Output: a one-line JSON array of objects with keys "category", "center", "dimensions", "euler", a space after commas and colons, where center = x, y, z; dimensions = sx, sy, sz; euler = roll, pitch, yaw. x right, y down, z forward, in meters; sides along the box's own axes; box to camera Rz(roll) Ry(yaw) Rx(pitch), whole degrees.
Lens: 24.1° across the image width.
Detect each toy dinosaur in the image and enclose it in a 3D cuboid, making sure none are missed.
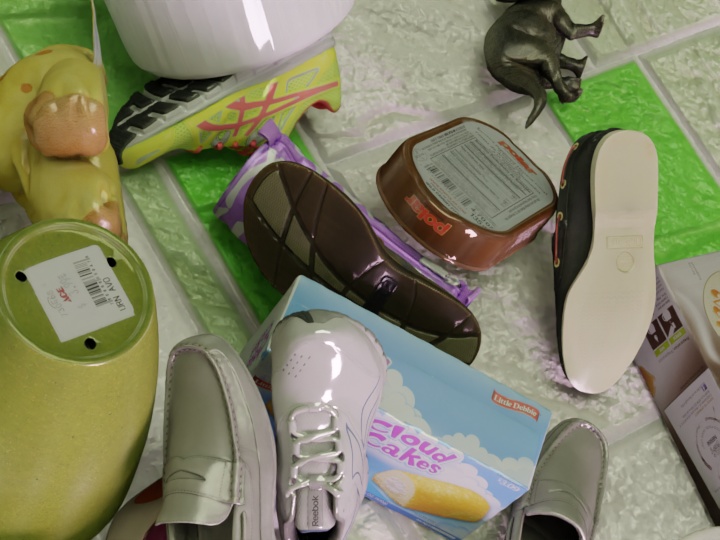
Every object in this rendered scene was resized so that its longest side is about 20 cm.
[{"category": "toy dinosaur", "center": [0.143, -0.185, 1.420], "dimensions": [0.102, 0.077, 0.201], "euler": [21, 59, 1]}]

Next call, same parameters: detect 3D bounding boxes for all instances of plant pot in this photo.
[{"category": "plant pot", "center": [-0.196, 0.056, 1.020], "dimensions": [0.186, 0.200, 0.188], "euler": [12, 57, -19]}]

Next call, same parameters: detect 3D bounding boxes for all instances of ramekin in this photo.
[{"category": "ramekin", "center": [-0.097, -0.222, 1.240], "dimensions": [0.200, 0.200, 0.098], "euler": [-44, 130, -37]}]

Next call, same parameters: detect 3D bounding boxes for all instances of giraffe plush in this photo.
[{"category": "giraffe plush", "center": [-0.246, -0.084, 1.121], "dimensions": [0.161, 0.173, 0.201], "euler": [-8, 78, -6]}]

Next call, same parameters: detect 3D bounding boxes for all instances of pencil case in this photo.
[{"category": "pencil case", "center": [-0.011, -0.015, 1.224], "dimensions": [0.200, 0.086, 0.084], "euler": [37, 45, -2]}]

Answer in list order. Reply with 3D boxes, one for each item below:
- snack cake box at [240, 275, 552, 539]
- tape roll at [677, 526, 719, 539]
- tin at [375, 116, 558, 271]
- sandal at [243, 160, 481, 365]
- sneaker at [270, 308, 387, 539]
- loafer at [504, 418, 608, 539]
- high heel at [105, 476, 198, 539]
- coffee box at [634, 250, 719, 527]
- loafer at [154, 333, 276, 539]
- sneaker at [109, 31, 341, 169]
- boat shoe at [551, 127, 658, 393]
[{"category": "snack cake box", "center": [0.014, 0.098, 1.151], "dimensions": [0.199, 0.115, 0.067], "euler": [28, 56, -8]}, {"category": "tape roll", "center": [0.278, 0.286, 1.221], "dimensions": [0.202, 0.037, 0.204], "euler": [12, 57, -20]}, {"category": "tin", "center": [0.085, -0.061, 1.279], "dimensions": [0.112, 0.042, 0.200], "euler": [48, 28, 7]}, {"category": "sandal", "center": [0.000, 0.000, 1.166], "dimensions": [0.200, 0.082, 0.055], "euler": [35, 11, -16]}, {"category": "sneaker", "center": [-0.022, 0.111, 1.053], "dimensions": [0.074, 0.201, 0.087], "euler": [1, 39, 4]}, {"category": "loafer", "center": [0.136, 0.183, 1.180], "dimensions": [0.070, 0.070, 0.201], "euler": [30, 53, -7]}, {"category": "high heel", "center": [-0.126, 0.200, 1.072], "dimensions": [0.200, 0.067, 0.096], "euler": [-42, 108, -38]}, {"category": "coffee box", "center": [0.295, 0.090, 1.316], "dimensions": [0.114, 0.080, 0.201], "euler": [-11, 67, -30]}, {"category": "loafer", "center": [-0.090, 0.139, 1.026], "dimensions": [0.070, 0.070, 0.201], "euler": [-5, 83, -55]}, {"category": "sneaker", "center": [-0.092, -0.114, 1.251], "dimensions": [0.199, 0.078, 0.091], "euler": [-29, 117, -19]}, {"category": "boat shoe", "center": [0.184, -0.008, 1.297], "dimensions": [0.073, 0.063, 0.203], "euler": [5, 93, -20]}]
